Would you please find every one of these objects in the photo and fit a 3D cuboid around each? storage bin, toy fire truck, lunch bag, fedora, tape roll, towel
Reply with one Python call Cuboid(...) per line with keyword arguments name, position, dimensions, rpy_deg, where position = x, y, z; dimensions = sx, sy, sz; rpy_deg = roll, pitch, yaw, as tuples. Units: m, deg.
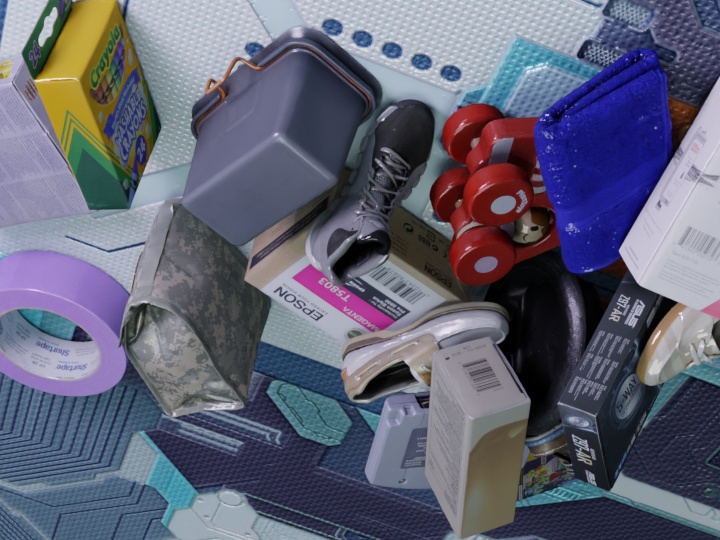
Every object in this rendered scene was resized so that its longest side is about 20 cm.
Cuboid(name="storage bin", position=(-0.094, -0.127, 1.396), dimensions=(0.145, 0.135, 0.200), rpy_deg=(38, 132, -25))
Cuboid(name="toy fire truck", position=(0.167, -0.076, 1.413), dimensions=(0.167, 0.112, 0.201), rpy_deg=(-4, 137, -13))
Cuboid(name="lunch bag", position=(-0.196, 0.039, 1.579), dimensions=(0.117, 0.165, 0.200), rpy_deg=(-8, 134, 20))
Cuboid(name="fedora", position=(0.209, 0.077, 1.531), dimensions=(0.091, 0.201, 0.201), rpy_deg=(3, 146, -32))
Cuboid(name="tape roll", position=(-0.375, 0.068, 1.734), dimensions=(0.199, 0.066, 0.201), rpy_deg=(7, 137, 7))
Cuboid(name="towel", position=(0.243, -0.097, 1.342), dimensions=(0.147, 0.050, 0.200), rpy_deg=(-36, 136, -13))

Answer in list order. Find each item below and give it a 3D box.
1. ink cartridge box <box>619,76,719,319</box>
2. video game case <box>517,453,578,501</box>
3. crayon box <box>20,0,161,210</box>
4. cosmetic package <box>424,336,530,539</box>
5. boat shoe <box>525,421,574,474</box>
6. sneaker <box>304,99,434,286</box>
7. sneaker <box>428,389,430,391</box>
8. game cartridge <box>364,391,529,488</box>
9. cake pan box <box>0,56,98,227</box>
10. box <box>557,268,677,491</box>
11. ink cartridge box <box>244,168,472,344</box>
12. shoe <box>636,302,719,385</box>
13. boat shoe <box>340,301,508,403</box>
Cuboid(name="ink cartridge box", position=(0.359, -0.059, 1.327), dimensions=(0.146, 0.083, 0.201), rpy_deg=(22, 111, -14))
Cuboid(name="video game case", position=(0.189, 0.217, 1.719), dimensions=(0.181, 0.023, 0.201), rpy_deg=(-17, 137, -9))
Cuboid(name="crayon box", position=(-0.260, -0.174, 1.393), dimensions=(0.051, 0.126, 0.201), rpy_deg=(0, 137, 14))
Cuboid(name="cosmetic package", position=(0.122, 0.181, 1.512), dimensions=(0.071, 0.105, 0.201), rpy_deg=(-14, 136, -16))
Cuboid(name="boat shoe", position=(0.252, 0.188, 1.588), dimensions=(0.072, 0.200, 0.073), rpy_deg=(-19, 85, 38))
Cuboid(name="sneaker", position=(0.023, -0.067, 1.389), dimensions=(0.075, 0.116, 0.201), rpy_deg=(26, 103, -21))
Cuboid(name="sneaker", position=(0.130, 0.171, 1.721), dimensions=(0.105, 0.076, 0.200), rpy_deg=(10, 142, -23))
Cuboid(name="game cartridge", position=(0.107, 0.192, 1.613), dimensions=(0.199, 0.041, 0.134), rpy_deg=(-2, 127, -22))
Cuboid(name="cake pan box", position=(-0.394, -0.129, 1.536), dimensions=(0.183, 0.052, 0.200), rpy_deg=(-7, 134, 25))
Cuboid(name="box", position=(0.277, 0.108, 1.490), dimensions=(0.043, 0.200, 0.161), rpy_deg=(18, 151, 27))
Cuboid(name="ink cartridge box", position=(0.000, 0.000, 1.554), dimensions=(0.200, 0.075, 0.165), rpy_deg=(33, 134, -22))
Cuboid(name="shoe", position=(0.363, 0.048, 1.441), dimensions=(0.200, 0.053, 0.070), rpy_deg=(-45, 142, 1))
Cuboid(name="boat shoe", position=(0.072, 0.094, 1.533), dimensions=(0.199, 0.069, 0.075), rpy_deg=(-21, 138, 25))
